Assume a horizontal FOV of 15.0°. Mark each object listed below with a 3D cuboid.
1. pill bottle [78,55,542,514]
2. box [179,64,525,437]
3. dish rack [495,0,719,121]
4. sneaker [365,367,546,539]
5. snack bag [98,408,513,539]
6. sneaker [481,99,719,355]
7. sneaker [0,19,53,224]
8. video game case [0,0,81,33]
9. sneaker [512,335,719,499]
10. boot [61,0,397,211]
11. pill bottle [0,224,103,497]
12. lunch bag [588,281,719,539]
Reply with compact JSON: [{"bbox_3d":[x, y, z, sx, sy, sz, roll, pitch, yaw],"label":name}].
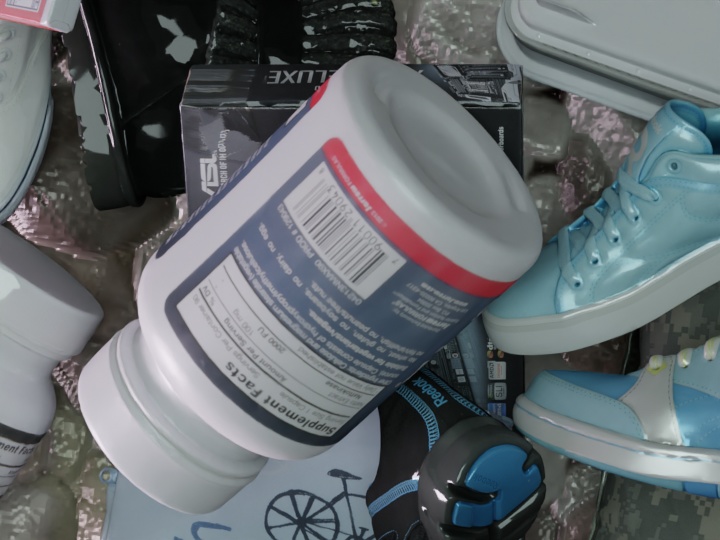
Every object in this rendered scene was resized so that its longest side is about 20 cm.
[{"bbox_3d":[-0.028,0.012,1.205,0.200,0.120,0.120,-43,88,23],"label":"pill bottle"},{"bbox_3d":[0.000,0.000,1.295,0.157,0.050,0.201,1,119,4],"label":"box"},{"bbox_3d":[0.172,-0.148,1.280,0.200,0.044,0.172,21,79,23],"label":"dish rack"},{"bbox_3d":[0.043,0.132,1.266,0.073,0.082,0.200,-19,133,-26],"label":"sneaker"},{"bbox_3d":[-0.036,0.129,1.323,0.188,0.021,0.201,15,115,6],"label":"snack bag"},{"bbox_3d":[0.134,-0.035,1.219,0.200,0.074,0.082,-27,114,9],"label":"sneaker"},{"bbox_3d":[-0.185,-0.119,1.336,0.073,0.071,0.201,7,94,4],"label":"sneaker"},{"bbox_3d":[-0.181,-0.194,1.294,0.200,0.017,0.143,16,89,46],"label":"video game case"},{"bbox_3d":[0.169,0.035,1.184,0.199,0.080,0.131,10,90,22],"label":"sneaker"},{"bbox_3d":[-0.062,-0.131,1.317,0.157,0.079,0.212,-6,106,8],"label":"boot"},{"bbox_3d":[-0.219,0.075,1.319,0.116,0.116,0.200,36,96,3],"label":"pill bottle"},{"bbox_3d":[0.194,0.080,1.281,0.167,0.139,0.201,10,89,21],"label":"lunch bag"}]
